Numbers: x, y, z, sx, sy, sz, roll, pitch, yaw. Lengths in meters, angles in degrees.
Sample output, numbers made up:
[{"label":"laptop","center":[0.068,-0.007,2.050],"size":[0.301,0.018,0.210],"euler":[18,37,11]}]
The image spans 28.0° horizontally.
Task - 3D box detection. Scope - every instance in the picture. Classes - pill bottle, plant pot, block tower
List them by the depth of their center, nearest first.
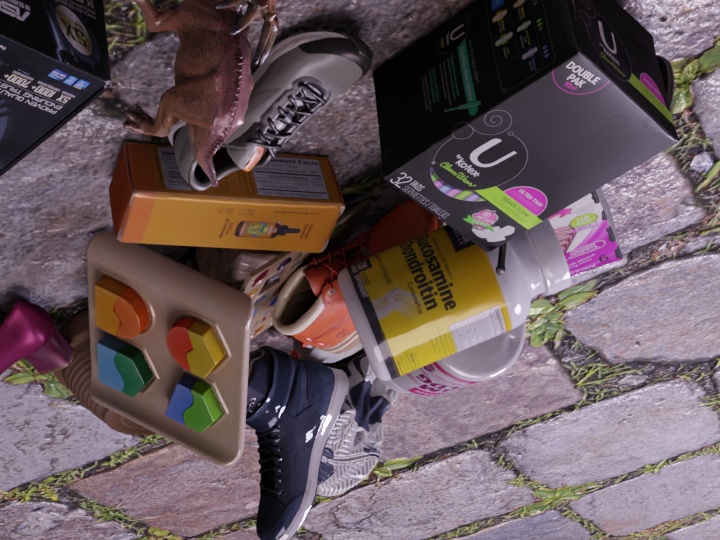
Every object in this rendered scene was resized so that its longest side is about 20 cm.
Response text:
[{"label":"pill bottle","center":[0.087,0.015,1.325],"size":[0.198,0.113,0.112],"euler":[-23,151,-1]},{"label":"block tower","center":[-0.140,0.015,1.404],"size":[0.057,0.054,0.200],"euler":[15,131,-38]},{"label":"pill bottle","center":[0.083,0.071,1.511],"size":[0.112,0.115,0.200],"euler":[-1,169,-19]},{"label":"plant pot","center":[-0.227,0.114,1.540],"size":[0.199,0.093,0.201],"euler":[-9,152,-5]}]

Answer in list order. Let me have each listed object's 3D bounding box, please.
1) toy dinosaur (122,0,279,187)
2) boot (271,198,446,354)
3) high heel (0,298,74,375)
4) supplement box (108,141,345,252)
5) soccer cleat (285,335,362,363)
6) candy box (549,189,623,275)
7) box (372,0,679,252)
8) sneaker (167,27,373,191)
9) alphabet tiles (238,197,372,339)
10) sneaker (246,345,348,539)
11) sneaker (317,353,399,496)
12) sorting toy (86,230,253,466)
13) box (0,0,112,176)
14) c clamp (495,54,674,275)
[{"label":"toy dinosaur","center":[-0.104,-0.151,1.064],"size":[0.135,0.202,0.085],"euler":[15,-161,37]},{"label":"boot","center":[0.000,0.000,1.394],"size":[0.200,0.075,0.107],"euler":[-48,146,18]},{"label":"high heel","center":[-0.397,0.083,1.472],"size":[0.198,0.068,0.096],"euler":[-22,133,13]},{"label":"supplement box","center":[-0.119,-0.064,1.287],"size":[0.198,0.069,0.067],"euler":[5,138,-23]},{"label":"soccer cleat","center":[-0.009,0.047,1.535],"size":[0.077,0.070,0.200],"euler":[1,156,-31]},{"label":"candy box","center":[0.172,-0.055,1.421],"size":[0.135,0.062,0.200],"euler":[-18,150,13]},{"label":"box","center":[0.132,-0.135,1.184],"size":[0.199,0.125,0.148],"euler":[-31,136,30]},{"label":"sneaker","center":[-0.071,-0.129,1.185],"size":[0.199,0.080,0.074],"euler":[-28,146,24]},{"label":"alphabet tiles","center":[-0.079,0.018,1.421],"size":[0.167,0.008,0.200],"euler":[-34,168,-37]},{"label":"sneaker","center":[-0.107,0.181,1.526],"size":[0.145,0.204,0.077],"euler":[24,168,-36]},{"label":"sneaker","center":[-0.041,0.185,1.659],"size":[0.129,0.200,0.079],"euler":[-22,126,41]},{"label":"sorting toy","center":[-0.189,0.080,1.379],"size":[0.184,0.036,0.201],"euler":[24,128,20]},{"label":"box","center":[-0.307,-0.159,1.035],"size":[0.163,0.087,0.199],"euler":[-31,146,31]},{"label":"c clamp","center":[0.195,-0.099,1.252],"size":[0.199,0.172,0.027],"euler":[-36,121,26]}]
